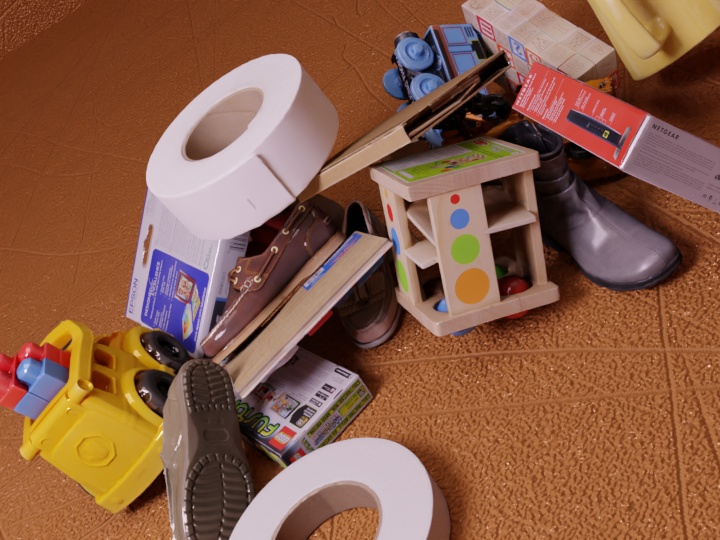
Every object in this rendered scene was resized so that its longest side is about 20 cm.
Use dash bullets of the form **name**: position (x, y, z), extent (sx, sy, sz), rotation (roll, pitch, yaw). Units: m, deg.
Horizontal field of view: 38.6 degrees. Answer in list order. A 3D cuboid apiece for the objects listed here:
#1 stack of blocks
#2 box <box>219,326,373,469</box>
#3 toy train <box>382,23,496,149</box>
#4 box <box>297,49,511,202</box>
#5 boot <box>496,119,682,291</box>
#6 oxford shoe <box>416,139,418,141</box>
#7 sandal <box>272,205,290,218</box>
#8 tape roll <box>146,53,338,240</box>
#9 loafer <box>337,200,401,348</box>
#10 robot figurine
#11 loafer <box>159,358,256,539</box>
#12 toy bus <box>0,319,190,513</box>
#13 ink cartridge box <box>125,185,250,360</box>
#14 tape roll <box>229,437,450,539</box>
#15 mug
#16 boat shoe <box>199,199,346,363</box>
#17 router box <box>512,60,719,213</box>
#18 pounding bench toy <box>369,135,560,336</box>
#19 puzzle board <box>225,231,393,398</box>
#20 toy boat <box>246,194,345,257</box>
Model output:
- **stack of blocks**: position (0.212, -0.242, 1.195), extent (0.059, 0.115, 0.200), rotation (-38, 51, -8)
- **box**: position (-0.088, 0.126, 1.044), extent (0.110, 0.035, 0.200), rotation (-45, 34, -18)
- **toy train**: position (0.102, -0.195, 1.197), extent (0.114, 0.087, 0.201), rotation (-9, 67, -20)
- **box**: position (0.038, -0.140, 1.013), extent (0.163, 0.021, 0.200), rotation (-40, 10, -34)
- **boot**: position (0.201, -0.064, 0.954), extent (0.070, 0.132, 0.200), rotation (-40, 33, -13)
- **oxford shoe**: position (0.080, -0.181, 1.269), extent (0.071, 0.074, 0.200), rotation (-12, 38, 30)
- **sandal**: position (-0.096, -0.115, 1.138), extent (0.075, 0.045, 0.200), rotation (16, 34, 9)
- **tape roll**: position (-0.121, -0.127, 1.053), extent (0.202, 0.071, 0.203), rotation (-25, 37, 21)
- **loafer**: position (0.000, 0.000, 1.108), extent (0.072, 0.063, 0.200), rotation (-23, 34, 16)
- **robot figurine**: position (0.172, -0.135, 1.077), extent (0.199, 0.145, 0.058), rotation (-7, 33, 20)
- **loafer**: position (-0.145, 0.184, 0.953), extent (0.067, 0.076, 0.201), rotation (-42, 45, 48)
- **toy bus**: position (-0.284, 0.120, 1.055), extent (0.136, 0.192, 0.200), rotation (-49, 27, 16)
- **ink cartridge box**: position (-0.206, -0.014, 1.224), extent (0.200, 0.047, 0.198), rotation (21, 102, 53)
- **tape roll**: position (-0.023, 0.228, 0.850), extent (0.202, 0.037, 0.203), rotation (-23, 34, 16)
- **mug**: position (0.301, -0.302, 1.057), extent (0.149, 0.153, 0.187), rotation (-39, 7, 10)
- **boat shoe**: position (-0.105, 0.010, 1.096), extent (0.200, 0.070, 0.070), rotation (-48, 8, -16)
- **router box**: position (0.260, -0.109, 0.908), extent (0.049, 0.199, 0.180), rotation (-65, 30, 15)
- **pounding bench toy**: position (0.087, -0.037, 0.991), extent (0.124, 0.157, 0.200), rotation (-16, 18, -12)
- **puzzle board**: position (-0.054, 0.040, 1.021), extent (0.200, 0.017, 0.151), rotation (-45, 12, -5)
- **toy boat**: position (-0.115, -0.047, 1.244), extent (0.200, 0.130, 0.131), rotation (24, 91, 53)
